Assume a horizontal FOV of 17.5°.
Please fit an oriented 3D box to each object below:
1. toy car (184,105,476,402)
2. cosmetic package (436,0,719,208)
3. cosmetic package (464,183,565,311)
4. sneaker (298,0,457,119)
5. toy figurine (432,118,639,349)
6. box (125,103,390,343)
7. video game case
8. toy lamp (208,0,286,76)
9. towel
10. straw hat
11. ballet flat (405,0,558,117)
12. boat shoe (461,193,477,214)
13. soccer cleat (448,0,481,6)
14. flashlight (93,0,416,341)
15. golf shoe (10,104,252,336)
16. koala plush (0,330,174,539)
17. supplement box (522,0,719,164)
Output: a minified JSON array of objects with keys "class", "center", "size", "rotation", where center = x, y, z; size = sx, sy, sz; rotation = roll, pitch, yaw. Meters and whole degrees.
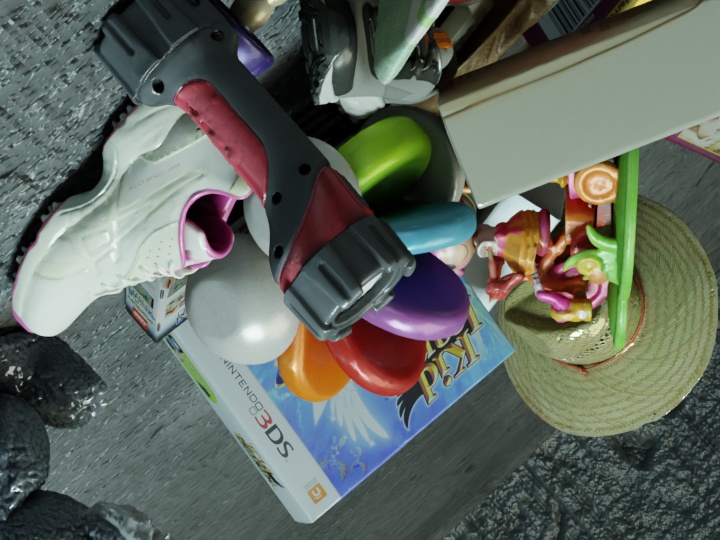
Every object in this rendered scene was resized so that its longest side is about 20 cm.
[{"class":"toy car","center":[0.000,0.000,1.480],"size":[0.175,0.150,0.201],"rotation":[-20,150,-53]},{"class":"cosmetic package","center":[0.151,-0.113,1.439],"size":[0.199,0.074,0.104],"rotation":[-22,-170,6]},{"class":"cosmetic package","center":[0.105,-0.049,1.809],"size":[0.151,0.051,0.201],"rotation":[-56,-170,33]},{"class":"sneaker","center":[0.010,-0.134,1.370],"size":[0.079,0.075,0.200],"rotation":[-7,178,12]},{"class":"toy figurine","center":[0.096,-0.038,1.612],"size":[0.151,0.182,0.201],"rotation":[-82,173,-53]},{"class":"box","center":[-0.069,-0.042,1.552],"size":[0.200,0.035,0.110],"rotation":[-38,165,-21]},{"class":"video game case","center":[-0.018,0.045,1.645],"size":[0.200,0.182,0.045],"rotation":[-39,-170,-17]},{"class":"toy lamp","center":[-0.028,-0.169,1.245],"size":[0.200,0.058,0.058],"rotation":[-46,166,7]},{"class":"towel","center":[0.061,-0.218,1.263],"size":[0.200,0.023,0.153],"rotation":[-53,-160,38]},{"class":"straw hat","center":[0.158,0.027,1.725],"size":[0.085,0.202,0.201],"rotation":[7,131,-50]},{"class":"ballet flat","center":[0.079,-0.180,1.531],"size":[0.072,0.068,0.200],"rotation":[5,138,-46]},{"class":"boat shoe","center":[0.006,0.008,1.731],"size":[0.199,0.067,0.074],"rotation":[-36,125,21]},{"class":"soccer cleat","center":[0.121,-0.237,1.441],"size":[0.200,0.069,0.085],"rotation":[-50,155,6]},{"class":"flashlight","center":[-0.058,-0.056,1.189],"size":[0.068,0.200,0.068],"rotation":[-29,161,-44]},{"class":"golf shoe","center":[-0.129,-0.019,1.337],"size":[0.200,0.092,0.075],"rotation":[-50,166,30]},{"class":"koala plush","center":[-0.211,0.159,1.400],"size":[0.177,0.200,0.184],"rotation":[-45,166,10]},{"class":"supplement box","center":[0.226,-0.176,1.676],"size":[0.199,0.104,0.131],"rotation":[20,121,-39]}]
